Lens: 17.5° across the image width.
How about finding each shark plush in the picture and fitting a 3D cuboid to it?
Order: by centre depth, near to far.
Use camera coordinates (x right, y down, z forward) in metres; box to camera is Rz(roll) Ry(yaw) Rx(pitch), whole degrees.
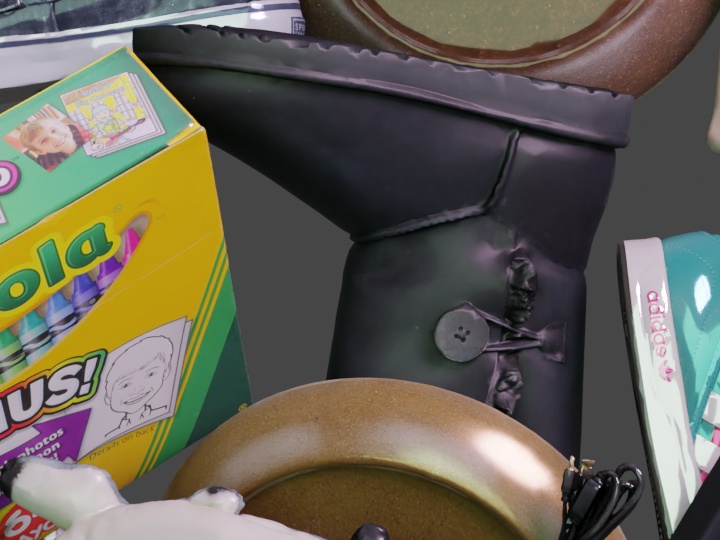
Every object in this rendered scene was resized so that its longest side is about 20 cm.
[{"bbox_3d":[-0.050,0.108,0.841,0.199,0.083,0.091,-15,61,9],"label":"shark plush"}]

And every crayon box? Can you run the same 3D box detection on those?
[{"bbox_3d":[-0.141,0.036,0.840,0.200,0.173,0.058,-32,59,-18],"label":"crayon box"}]

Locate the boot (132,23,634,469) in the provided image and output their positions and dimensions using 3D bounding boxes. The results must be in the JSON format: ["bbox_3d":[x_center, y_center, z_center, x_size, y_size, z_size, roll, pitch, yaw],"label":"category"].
[{"bbox_3d":[0.000,0.000,0.883,0.199,0.076,0.169,9,95,-12],"label":"boot"}]

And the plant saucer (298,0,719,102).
[{"bbox_3d":[0.057,-0.154,0.935,0.199,0.034,0.201,0,86,5],"label":"plant saucer"}]

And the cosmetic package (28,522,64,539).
[{"bbox_3d":[-0.210,0.146,0.930,0.199,0.051,0.083,-4,87,5],"label":"cosmetic package"}]

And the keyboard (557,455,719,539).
[{"bbox_3d":[0.104,0.140,0.838,0.127,0.021,0.201,25,101,-15],"label":"keyboard"}]

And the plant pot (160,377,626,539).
[{"bbox_3d":[0.009,0.138,0.879,0.199,0.027,0.201,5,111,14],"label":"plant pot"}]

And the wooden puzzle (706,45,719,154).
[{"bbox_3d":[0.214,-0.141,0.860,0.184,0.037,0.201,1,78,40],"label":"wooden puzzle"}]

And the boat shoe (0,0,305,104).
[{"bbox_3d":[-0.125,-0.118,0.932,0.199,0.071,0.091,-8,90,-2],"label":"boat shoe"}]

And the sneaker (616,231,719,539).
[{"bbox_3d":[0.171,0.078,0.885,0.120,0.084,0.201,-10,94,5],"label":"sneaker"}]
